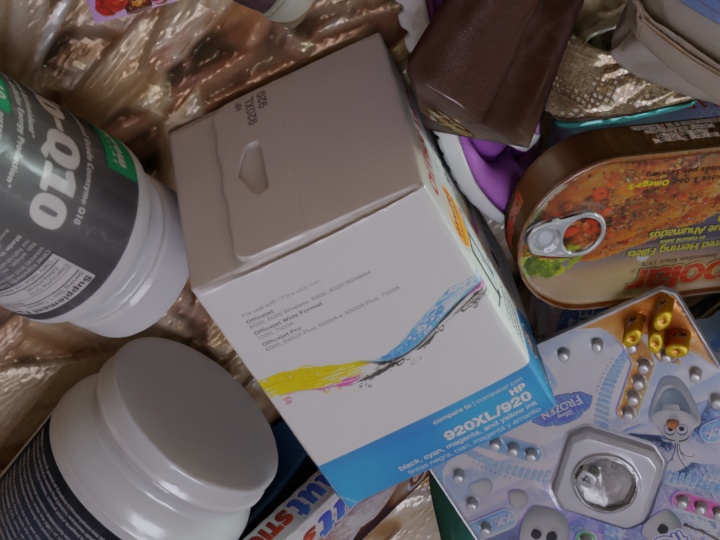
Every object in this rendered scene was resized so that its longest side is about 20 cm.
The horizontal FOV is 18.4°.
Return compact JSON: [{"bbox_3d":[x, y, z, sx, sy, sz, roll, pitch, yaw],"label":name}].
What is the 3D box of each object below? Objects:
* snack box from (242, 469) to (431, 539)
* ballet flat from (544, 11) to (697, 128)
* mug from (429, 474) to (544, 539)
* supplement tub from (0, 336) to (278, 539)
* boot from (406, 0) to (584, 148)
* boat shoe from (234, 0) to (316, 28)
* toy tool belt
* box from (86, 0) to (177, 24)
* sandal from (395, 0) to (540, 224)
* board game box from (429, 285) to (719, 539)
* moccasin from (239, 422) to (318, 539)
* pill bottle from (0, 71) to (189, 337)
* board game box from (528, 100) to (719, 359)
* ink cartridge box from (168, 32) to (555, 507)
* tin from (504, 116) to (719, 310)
[{"bbox_3d":[-0.022,0.159,1.418,0.200,0.024,0.072,-40,146,-33],"label":"snack box"},{"bbox_3d":[0.200,-0.127,1.284,0.198,0.071,0.066,-9,109,-10],"label":"ballet flat"},{"bbox_3d":[0.131,0.180,1.492,0.151,0.115,0.186,-14,131,-1],"label":"mug"},{"bbox_3d":[-0.157,0.153,1.386,0.140,0.141,0.200,25,121,-30],"label":"supplement tub"},{"bbox_3d":[0.061,-0.173,1.163,0.186,0.064,0.201,26,97,-33],"label":"boot"},{"bbox_3d":[-0.026,-0.217,1.149,0.064,0.072,0.201,12,128,-22],"label":"boat shoe"},{"bbox_3d":[0.236,-0.141,1.174,0.198,0.125,0.124,20,134,15],"label":"toy tool belt"},{"bbox_3d":[-0.060,-0.215,1.102,0.198,0.039,0.138,-14,106,15],"label":"box"},{"bbox_3d":[0.072,-0.103,1.255,0.049,0.083,0.203,-1,137,30],"label":"sandal"},{"bbox_3d":[0.150,0.131,1.361,0.199,0.026,0.201,-25,109,24],"label":"board game box"},{"bbox_3d":[-0.082,0.186,1.473,0.200,0.081,0.068,-40,131,21],"label":"moccasin"},{"bbox_3d":[-0.187,-0.039,1.216,0.113,0.114,0.200,-37,143,18],"label":"pill bottle"},{"bbox_3d":[0.209,-0.025,1.385,0.197,0.041,0.201,-5,130,-9],"label":"board game box"},{"bbox_3d":[0.000,0.000,1.287,0.144,0.148,0.201,-25,131,9],"label":"ink cartridge box"},{"bbox_3d":[0.179,-0.035,1.306,0.198,0.042,0.113,-6,127,-18],"label":"tin"}]
